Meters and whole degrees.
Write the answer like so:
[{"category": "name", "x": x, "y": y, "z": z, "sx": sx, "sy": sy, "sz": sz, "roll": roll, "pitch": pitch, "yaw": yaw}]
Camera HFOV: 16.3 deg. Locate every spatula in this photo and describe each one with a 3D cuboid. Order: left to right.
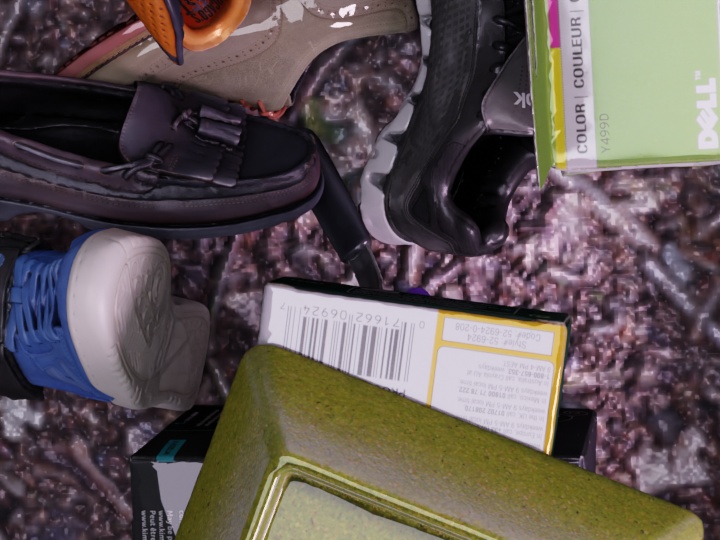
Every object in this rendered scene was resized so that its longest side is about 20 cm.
[{"category": "spatula", "x": 0.000, "y": 0.000, "z": 1.136, "sx": 0.057, "sy": 0.200, "sz": 0.021, "roll": -42, "pitch": 132, "yaw": 15}]

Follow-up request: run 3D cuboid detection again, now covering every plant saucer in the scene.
[{"category": "plant saucer", "x": 0.009, "y": 0.157, "z": 0.997, "sx": 0.200, "sy": 0.048, "sz": 0.200, "roll": 21, "pitch": 96, "yaw": 6}]

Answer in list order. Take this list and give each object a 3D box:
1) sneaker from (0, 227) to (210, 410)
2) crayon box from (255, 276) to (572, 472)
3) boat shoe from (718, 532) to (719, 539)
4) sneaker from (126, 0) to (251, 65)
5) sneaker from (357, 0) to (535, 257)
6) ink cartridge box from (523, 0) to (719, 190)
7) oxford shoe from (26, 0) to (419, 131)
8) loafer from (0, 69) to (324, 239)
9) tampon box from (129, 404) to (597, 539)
[{"category": "sneaker", "x": -0.139, "y": 0.020, "z": 1.132, "sx": 0.111, "sy": 0.200, "sz": 0.077, "roll": 9, "pitch": 83, "yaw": 8}, {"category": "crayon box", "x": 0.012, "y": 0.110, "z": 1.043, "sx": 0.126, "sy": 0.052, "sz": 0.200, "roll": 8, "pitch": 94, "yaw": 7}, {"category": "boat shoe", "x": 0.212, "y": 0.061, "z": 1.150, "sx": 0.066, "sy": 0.075, "sz": 0.200, "roll": 11, "pitch": 98, "yaw": 4}, {"category": "sneaker", "x": -0.102, "y": -0.141, "z": 1.112, "sx": 0.078, "sy": 0.200, "sz": 0.112, "roll": -42, "pitch": 98, "yaw": -2}, {"category": "sneaker", "x": 0.063, "y": -0.095, "z": 1.139, "sx": 0.090, "sy": 0.066, "sz": 0.200, "roll": 30, "pitch": 108, "yaw": 49}, {"category": "ink cartridge box", "x": 0.106, "y": -0.110, "z": 0.976, "sx": 0.076, "sy": 0.200, "sz": 0.148, "roll": -2, "pitch": 97, "yaw": 9}, {"category": "oxford shoe", "x": -0.068, "y": -0.097, "z": 1.174, "sx": 0.200, "sy": 0.070, "sz": 0.075, "roll": -26, "pitch": 100, "yaw": 12}, {"category": "loafer", "x": -0.116, "y": -0.058, "z": 1.131, "sx": 0.200, "sy": 0.072, "sz": 0.063, "roll": 3, "pitch": 129, "yaw": 0}, {"category": "tampon box", "x": 0.008, "y": 0.134, "z": 1.147, "sx": 0.200, "sy": 0.150, "sz": 0.126, "roll": 0, "pitch": 95, "yaw": 8}]
